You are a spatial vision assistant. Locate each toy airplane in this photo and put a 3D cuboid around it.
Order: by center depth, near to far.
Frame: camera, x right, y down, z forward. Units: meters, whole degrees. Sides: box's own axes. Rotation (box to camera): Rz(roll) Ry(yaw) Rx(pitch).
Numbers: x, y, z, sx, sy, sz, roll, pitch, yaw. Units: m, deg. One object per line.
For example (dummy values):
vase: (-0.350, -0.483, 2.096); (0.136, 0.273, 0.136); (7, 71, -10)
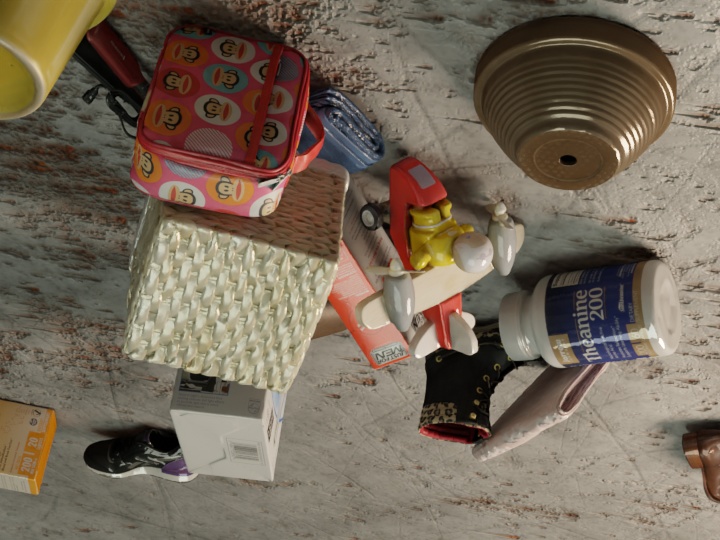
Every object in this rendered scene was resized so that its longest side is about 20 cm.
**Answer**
toy airplane: (0.093, -0.001, 1.498); (0.198, 0.202, 0.140); (30, 157, -31)

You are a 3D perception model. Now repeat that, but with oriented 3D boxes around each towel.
towel: (-0.078, -0.134, 1.479); (0.198, 0.049, 0.111); (-14, 141, 34)
towel: (0.246, 0.155, 1.739); (0.032, 0.191, 0.200); (49, 144, 1)

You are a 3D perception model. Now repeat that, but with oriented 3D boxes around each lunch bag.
lunch bag: (-0.120, -0.142, 1.324); (0.174, 0.202, 0.082); (13, 135, -5)

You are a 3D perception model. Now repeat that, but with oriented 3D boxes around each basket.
basket: (-0.128, -0.012, 1.395); (0.196, 0.162, 0.201); (14, 126, -13)

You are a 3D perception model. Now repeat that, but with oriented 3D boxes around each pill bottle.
pill bottle: (0.268, 0.055, 1.624); (0.198, 0.112, 0.111); (-9, 145, 29)

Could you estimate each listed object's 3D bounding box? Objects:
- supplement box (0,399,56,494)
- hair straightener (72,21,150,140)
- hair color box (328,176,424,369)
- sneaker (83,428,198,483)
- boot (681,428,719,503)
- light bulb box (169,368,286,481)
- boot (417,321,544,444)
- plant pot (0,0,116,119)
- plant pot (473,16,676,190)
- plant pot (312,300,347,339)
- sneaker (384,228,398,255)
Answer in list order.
supplement box: (-0.609, 0.278, 2.246); (0.197, 0.128, 0.074); (11, 151, -3)
hair straightener: (-0.253, -0.194, 1.452); (0.076, 0.041, 0.200); (-7, 150, 27)
hair color box: (0.000, 0.000, 1.552); (0.061, 0.102, 0.201); (-22, 114, 27)
sneaker: (-0.361, 0.289, 2.264); (0.197, 0.076, 0.088); (2, 134, 6)
boot: (0.576, 0.268, 1.944); (0.198, 0.065, 0.186); (-14, 144, 27)
light bulb box: (-0.165, 0.142, 1.812); (0.123, 0.202, 0.199); (6, 150, 4)
boot: (0.166, 0.142, 1.758); (0.197, 0.152, 0.073); (0, 146, 20)
plant pot: (-0.319, -0.249, 1.222); (0.198, 0.191, 0.202); (8, 149, 5)
plant pot: (0.204, -0.144, 1.333); (0.198, 0.094, 0.202); (8, 148, 5)
plant pot: (-0.106, 0.015, 1.632); (0.197, 0.189, 0.187); (6, 152, -19)
sneaker: (0.086, 0.012, 1.649); (0.114, 0.076, 0.200); (-16, 140, 33)
